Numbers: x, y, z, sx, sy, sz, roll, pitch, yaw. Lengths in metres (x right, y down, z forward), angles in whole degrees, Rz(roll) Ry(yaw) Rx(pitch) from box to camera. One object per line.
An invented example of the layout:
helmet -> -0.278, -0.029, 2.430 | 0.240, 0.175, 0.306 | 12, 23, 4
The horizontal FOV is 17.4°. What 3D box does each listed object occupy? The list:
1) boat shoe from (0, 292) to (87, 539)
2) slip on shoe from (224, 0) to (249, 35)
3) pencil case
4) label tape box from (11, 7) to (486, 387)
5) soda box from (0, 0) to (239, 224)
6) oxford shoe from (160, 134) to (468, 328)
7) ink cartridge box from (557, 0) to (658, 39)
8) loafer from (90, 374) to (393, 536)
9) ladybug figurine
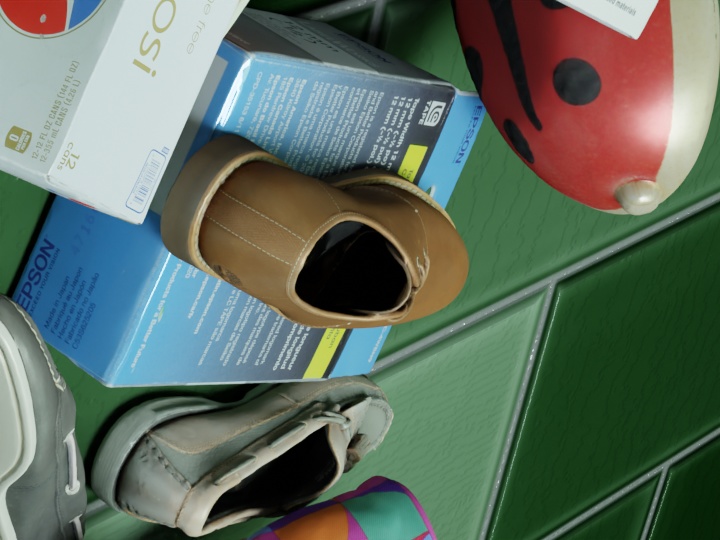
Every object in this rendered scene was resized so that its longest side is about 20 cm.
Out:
boat shoe -> -0.141, 0.067, 0.921 | 0.057, 0.066, 0.201 | -54, 160, -41
slip on shoe -> -0.046, -0.135, 0.864 | 0.201, 0.074, 0.061 | -59, 154, -9
pencil case -> -0.054, 0.169, 1.074 | 0.199, 0.088, 0.089 | -25, 141, -18
label tape box -> -0.039, -0.030, 0.979 | 0.200, 0.066, 0.144 | 0, 117, -60
soda box -> -0.075, -0.123, 0.800 | 0.064, 0.068, 0.201 | 31, 82, -61
oxford shoe -> 0.000, 0.000, 0.931 | 0.200, 0.071, 0.072 | 9, 108, -62
ink cartridge box -> 0.084, -0.215, 0.907 | 0.084, 0.146, 0.201 | 14, 105, -58
loafer -> -0.041, 0.091, 1.089 | 0.199, 0.063, 0.072 | -7, 124, -55
ladybug figurine -> 0.088, -0.115, 0.993 | 0.071, 0.201, 0.136 | 3, 148, -30
